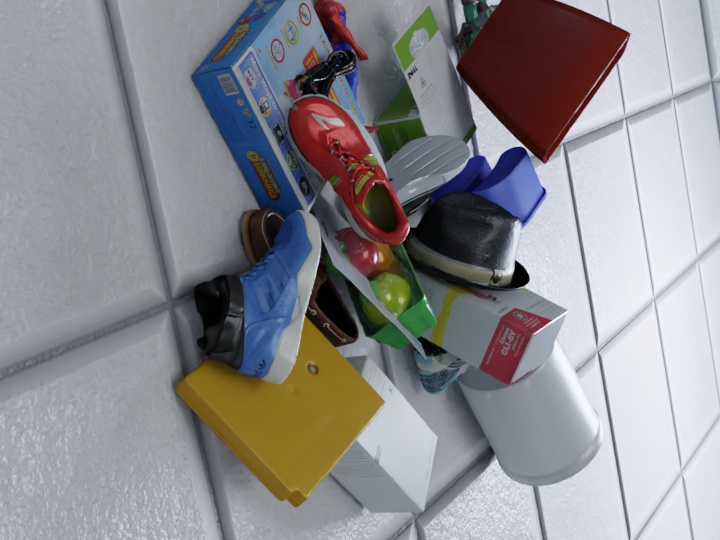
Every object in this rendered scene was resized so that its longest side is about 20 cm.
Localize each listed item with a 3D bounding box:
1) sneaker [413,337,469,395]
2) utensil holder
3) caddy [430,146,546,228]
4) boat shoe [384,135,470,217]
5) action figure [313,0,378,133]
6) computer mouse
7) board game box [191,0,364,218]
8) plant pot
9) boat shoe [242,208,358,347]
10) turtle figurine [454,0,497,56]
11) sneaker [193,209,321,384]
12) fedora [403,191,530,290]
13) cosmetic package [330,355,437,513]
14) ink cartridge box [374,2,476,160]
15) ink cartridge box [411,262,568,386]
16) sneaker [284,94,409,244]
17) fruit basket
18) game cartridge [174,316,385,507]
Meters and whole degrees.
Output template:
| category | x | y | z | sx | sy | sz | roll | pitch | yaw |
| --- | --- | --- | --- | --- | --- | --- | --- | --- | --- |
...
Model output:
| category | x | y | z | sx | sy | sz | roll | pitch | yaw |
| --- | --- | --- | --- | --- | --- | --- | --- | --- | --- |
| sneaker | 0.129 | 0.104 | 1.727 | 0.200 | 0.077 | 0.087 | -40 | 135 | -50 |
| utensil holder | 0.247 | 0.188 | 1.802 | 0.200 | 0.170 | 0.170 | 61 | 37 | -31 |
| caddy | 0.188 | -0.096 | 1.778 | 0.200 | 0.141 | 0.105 | -49 | 121 | -51 |
| boat shoe | 0.058 | -0.110 | 1.589 | 0.200 | 0.072 | 0.071 | -31 | 152 | -26 |
| action figure | -0.021 | -0.270 | 1.526 | 0.052 | 0.065 | 0.201 | -20 | 106 | -15 |
| computer mouse | -0.007 | -0.151 | 1.425 | 0.110 | 0.044 | 0.200 | -49 | 123 | -53 |
| board game box | -0.087 | -0.197 | 1.405 | 0.200 | 0.056 | 0.196 | 64 | 35 | -31 |
| plant pot | 0.246 | -0.285 | 1.726 | 0.200 | 0.176 | 0.200 | -56 | 173 | 7 |
| boat shoe | -0.064 | 0.008 | 1.397 | 0.200 | 0.070 | 0.070 | 59 | 43 | -33 |
| turtle figurine | 0.194 | -0.363 | 1.876 | 0.150 | 0.100 | 0.201 | 51 | 24 | -67 |
| sneaker | -0.112 | 0.011 | 1.276 | 0.111 | 0.077 | 0.200 | 20 | 63 | -19 |
| fedora | 0.142 | -0.048 | 1.598 | 0.200 | 0.200 | 0.092 | -11 | 126 | -60 |
| cosmetic package | 0.012 | 0.202 | 1.480 | 0.200 | 0.081 | 0.113 | 49 | 43 | -44 |
| ink cartridge box | 0.075 | -0.242 | 1.674 | 0.148 | 0.076 | 0.200 | -55 | 129 | -48 |
| ink cartridge box | 0.152 | 0.055 | 1.616 | 0.145 | 0.200 | 0.084 | -22 | 137 | -60 |
| sneaker | -0.005 | -0.112 | 1.350 | 0.077 | 0.085 | 0.200 | -40 | 110 | -6 |
| fruit basket | 0.000 | 0.000 | 1.462 | 0.200 | 0.094 | 0.185 | 38 | 19 | -37 |
| game cartridge | -0.081 | 0.135 | 1.304 | 0.176 | 0.032 | 0.200 | 47 | 39 | 0 |
